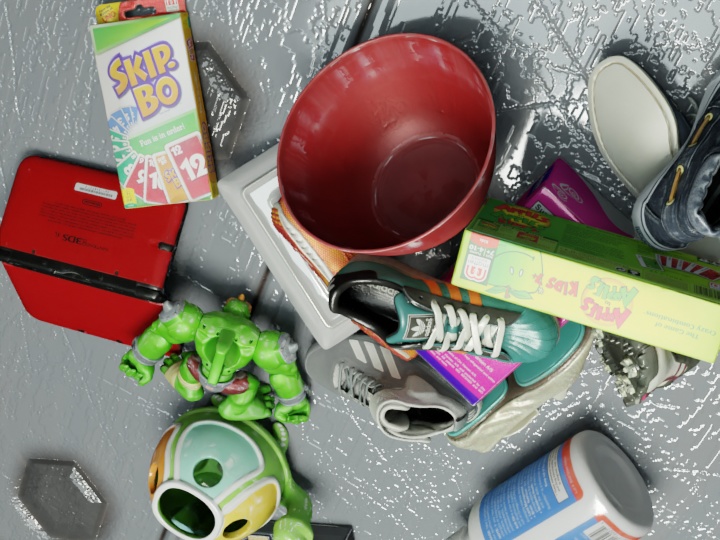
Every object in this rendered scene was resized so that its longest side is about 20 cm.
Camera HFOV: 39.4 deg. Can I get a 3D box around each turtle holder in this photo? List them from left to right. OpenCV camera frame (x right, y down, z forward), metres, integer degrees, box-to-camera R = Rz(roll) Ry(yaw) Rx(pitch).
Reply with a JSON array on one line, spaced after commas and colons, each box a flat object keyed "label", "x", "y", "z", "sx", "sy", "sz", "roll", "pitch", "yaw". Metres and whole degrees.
[{"label": "turtle holder", "x": -0.146, "y": 0.241, "z": 1.089, "sx": 0.141, "sy": 0.132, "sz": 0.186, "roll": -36, "pitch": 96, "yaw": 27}]

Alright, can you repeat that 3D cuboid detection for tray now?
[{"label": "tray", "x": -0.044, "y": -0.028, "z": 0.984, "sx": 0.107, "sy": 0.022, "sz": 0.200, "roll": -32, "pitch": 99, "yaw": 2}]

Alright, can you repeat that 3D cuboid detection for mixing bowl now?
[{"label": "mixing bowl", "x": 0.038, "y": -0.092, "z": 0.881, "sx": 0.200, "sy": 0.108, "sz": 0.201, "roll": -9, "pitch": 67, "yaw": 22}]

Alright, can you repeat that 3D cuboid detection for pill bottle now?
[{"label": "pill bottle", "x": 0.178, "y": 0.253, "z": 0.994, "sx": 0.200, "sy": 0.112, "sz": 0.112, "roll": -40, "pitch": 95, "yaw": 28}]

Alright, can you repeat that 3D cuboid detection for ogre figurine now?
[{"label": "ogre figurine", "x": -0.141, "y": 0.093, "z": 1.041, "sx": 0.200, "sy": 0.098, "sz": 0.120, "roll": 31, "pitch": 133, "yaw": 10}]

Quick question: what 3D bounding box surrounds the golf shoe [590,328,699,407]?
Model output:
[{"label": "golf shoe", "x": 0.248, "y": 0.062, "z": 0.857, "sx": 0.088, "sy": 0.200, "sz": 0.077, "roll": -27, "pitch": 75, "yaw": 8}]

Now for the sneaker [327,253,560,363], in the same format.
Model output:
[{"label": "sneaker", "x": 0.066, "y": 0.043, "z": 0.849, "sx": 0.199, "sy": 0.080, "sz": 0.072, "roll": 15, "pitch": 114, "yaw": 14}]

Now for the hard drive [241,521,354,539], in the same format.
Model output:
[{"label": "hard drive", "x": -0.063, "y": 0.388, "z": 1.174, "sx": 0.139, "sy": 0.038, "sz": 0.201, "roll": -2, "pitch": 111, "yaw": 20}]

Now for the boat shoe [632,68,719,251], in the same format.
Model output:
[{"label": "boat shoe", "x": 0.295, "y": -0.098, "z": 0.769, "sx": 0.071, "sy": 0.091, "sz": 0.200, "roll": 38, "pitch": 79, "yaw": -10}]

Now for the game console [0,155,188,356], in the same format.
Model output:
[{"label": "game console", "x": -0.280, "y": -0.014, "z": 1.097, "sx": 0.199, "sy": 0.119, "sz": 0.173, "roll": 13, "pitch": 84, "yaw": 13}]

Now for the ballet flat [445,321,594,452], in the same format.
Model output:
[{"label": "ballet flat", "x": 0.164, "y": 0.112, "z": 0.980, "sx": 0.062, "sy": 0.068, "sz": 0.200, "roll": 30, "pitch": 126, "yaw": -27}]

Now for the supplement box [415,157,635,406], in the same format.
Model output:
[{"label": "supplement box", "x": 0.143, "y": 0.010, "z": 0.912, "sx": 0.103, "sy": 0.101, "sz": 0.200, "roll": 43, "pitch": 117, "yaw": -1}]

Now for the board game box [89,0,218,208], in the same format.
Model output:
[{"label": "board game box", "x": -0.203, "y": -0.165, "z": 0.990, "sx": 0.095, "sy": 0.030, "sz": 0.201, "roll": -5, "pitch": 103, "yaw": 11}]

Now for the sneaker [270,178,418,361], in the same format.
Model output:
[{"label": "sneaker", "x": 0.000, "y": 0.000, "z": 0.946, "sx": 0.077, "sy": 0.073, "sz": 0.200, "roll": -38, "pitch": 102, "yaw": -7}]

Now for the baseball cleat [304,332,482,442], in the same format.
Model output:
[{"label": "baseball cleat", "x": 0.016, "y": 0.111, "z": 0.979, "sx": 0.200, "sy": 0.106, "sz": 0.070, "roll": 8, "pitch": 108, "yaw": 28}]

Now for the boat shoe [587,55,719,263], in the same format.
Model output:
[{"label": "boat shoe", "x": 0.262, "y": -0.094, "z": 0.848, "sx": 0.075, "sy": 0.062, "sz": 0.200, "roll": -35, "pitch": 89, "yaw": 45}]

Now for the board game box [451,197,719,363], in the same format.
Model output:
[{"label": "board game box", "x": 0.180, "y": 0.003, "z": 0.782, "sx": 0.199, "sy": 0.102, "sz": 0.048, "roll": 17, "pitch": 112, "yaw": 11}]
